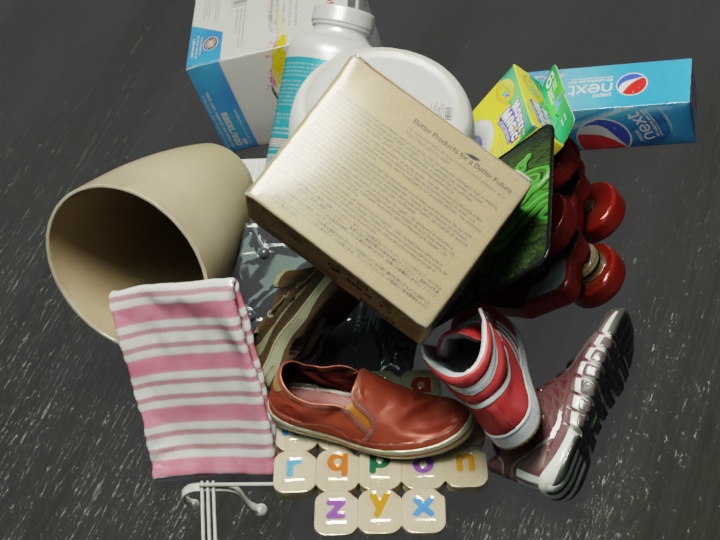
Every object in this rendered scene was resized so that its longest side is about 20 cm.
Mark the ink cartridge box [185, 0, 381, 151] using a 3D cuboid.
[{"bbox_3d":[-0.086,-0.257,1.673,0.197,0.145,0.149,-10,47,14],"label":"ink cartridge box"}]

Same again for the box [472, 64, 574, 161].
[{"bbox_3d":[0.133,-0.116,1.410,0.200,0.048,0.118,-47,29,26],"label":"box"}]

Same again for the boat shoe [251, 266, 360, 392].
[{"bbox_3d":[-0.054,0.026,1.330,0.075,0.074,0.203,49,121,21],"label":"boat shoe"}]

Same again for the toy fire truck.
[{"bbox_3d":[0.170,-0.031,1.421,0.167,0.112,0.202,-24,40,35],"label":"toy fire truck"}]

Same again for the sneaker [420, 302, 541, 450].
[{"bbox_3d":[0.101,0.064,1.284,0.071,0.113,0.201,-35,30,10],"label":"sneaker"}]

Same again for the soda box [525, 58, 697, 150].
[{"bbox_3d":[0.262,-0.176,1.522,0.197,0.064,0.068,-3,50,20],"label":"soda box"}]

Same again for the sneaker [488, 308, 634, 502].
[{"bbox_3d":[0.174,0.111,1.306,0.114,0.076,0.201,10,56,32],"label":"sneaker"}]

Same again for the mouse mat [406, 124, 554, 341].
[{"bbox_3d":[0.110,-0.034,1.316,0.199,0.007,0.163,-33,39,43],"label":"mouse mat"}]

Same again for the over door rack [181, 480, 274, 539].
[{"bbox_3d":[-0.063,0.260,1.285,0.197,0.067,0.149,-7,48,-3],"label":"over door rack"}]

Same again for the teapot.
[{"bbox_3d":[0.019,-0.114,1.389,0.199,0.147,0.197,-33,60,-24],"label":"teapot"}]

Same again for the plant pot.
[{"bbox_3d":[-0.193,-0.049,1.454,0.185,0.190,0.200,4,31,24],"label":"plant pot"}]

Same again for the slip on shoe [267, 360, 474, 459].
[{"bbox_3d":[0.008,0.126,1.302,0.197,0.062,0.074,10,42,12],"label":"slip on shoe"}]

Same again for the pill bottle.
[{"bbox_3d":[-0.036,-0.181,1.517,0.110,0.110,0.203,11,91,29],"label":"pill bottle"}]

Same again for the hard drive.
[{"bbox_3d":[-0.032,0.032,1.419,0.197,0.042,0.137,11,80,8],"label":"hard drive"}]

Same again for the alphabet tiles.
[{"bbox_3d":[0.019,0.170,1.308,0.197,0.015,0.197,-2,43,2],"label":"alphabet tiles"}]

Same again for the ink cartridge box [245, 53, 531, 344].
[{"bbox_3d":[0.024,-0.062,1.235,0.199,0.075,0.165,37,76,8],"label":"ink cartridge box"}]

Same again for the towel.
[{"bbox_3d":[-0.162,0.108,1.366,0.144,0.203,0.030,-7,14,24],"label":"towel"}]

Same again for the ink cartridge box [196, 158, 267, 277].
[{"bbox_3d":[-0.079,-0.057,1.582,0.197,0.050,0.164,1,49,3],"label":"ink cartridge box"}]
